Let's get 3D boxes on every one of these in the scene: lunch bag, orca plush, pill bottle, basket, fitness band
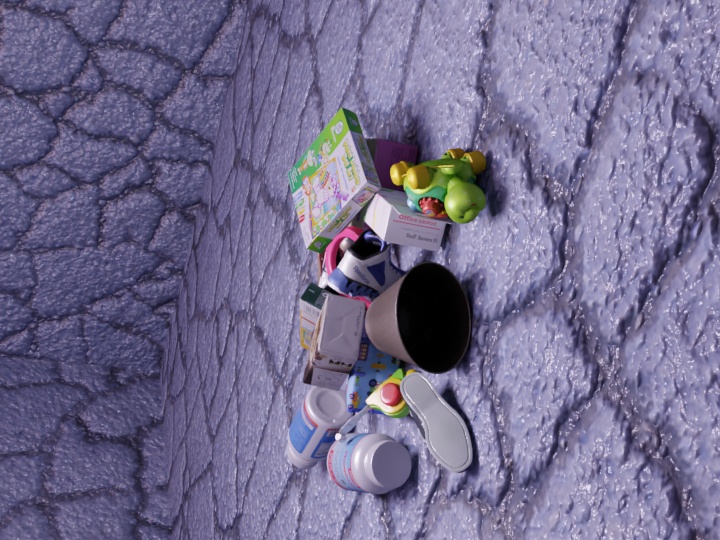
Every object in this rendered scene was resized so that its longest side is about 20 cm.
[{"bbox_3d":[0.013,0.179,1.776,0.200,0.092,0.154,-122,41,-73],"label":"lunch bag"},{"bbox_3d":[-0.052,0.018,1.932,0.105,0.069,0.205,95,-174,-89],"label":"orca plush"},{"bbox_3d":[0.017,0.361,1.657,0.199,0.106,0.112,155,120,-65],"label":"pill bottle"},{"bbox_3d":[-0.098,0.350,1.951,0.202,0.110,0.114,119,150,-42],"label":"pill bottle"},{"bbox_3d":[0.089,0.085,1.537,0.200,0.133,0.185,165,97,-71],"label":"basket"},{"bbox_3d":[0.000,0.000,1.817,0.200,0.037,0.146,46,128,32],"label":"fitness band"}]

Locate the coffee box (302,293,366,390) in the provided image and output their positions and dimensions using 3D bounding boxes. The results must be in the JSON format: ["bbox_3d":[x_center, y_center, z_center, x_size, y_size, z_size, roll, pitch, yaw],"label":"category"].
[{"bbox_3d":[-0.052,0.142,1.694,0.201,0.078,0.115,115,166,-62],"label":"coffee box"}]

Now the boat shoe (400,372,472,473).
[{"bbox_3d":[0.132,0.257,1.468,0.202,0.074,0.061,63,179,41],"label":"boat shoe"}]

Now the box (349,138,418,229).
[{"bbox_3d":[0.027,-0.176,1.823,0.199,0.095,0.180,-160,78,-67],"label":"box"}]

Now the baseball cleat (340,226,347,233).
[{"bbox_3d":[-0.036,-0.171,1.781,0.106,0.068,0.204,-149,77,-73],"label":"baseball cleat"}]

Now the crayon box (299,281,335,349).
[{"bbox_3d":[-0.065,0.121,1.869,0.052,0.124,0.202,-55,-15,-30],"label":"crayon box"}]

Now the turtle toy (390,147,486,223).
[{"bbox_3d":[0.143,-0.138,1.483,0.200,0.143,0.103,-148,45,-67],"label":"turtle toy"}]

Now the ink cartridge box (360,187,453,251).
[{"bbox_3d":[0.082,-0.092,1.614,0.200,0.115,0.069,-128,51,-66],"label":"ink cartridge box"}]

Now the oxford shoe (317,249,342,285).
[{"bbox_3d":[-0.077,-0.023,2.077,0.075,0.069,0.205,164,112,-72],"label":"oxford shoe"}]

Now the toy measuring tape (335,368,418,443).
[{"bbox_3d":[0.040,0.262,1.626,0.200,0.073,0.074,-46,30,6],"label":"toy measuring tape"}]

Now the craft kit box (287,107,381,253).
[{"bbox_3d":[-0.055,-0.173,1.702,0.197,0.048,0.203,-44,47,30],"label":"craft kit box"}]

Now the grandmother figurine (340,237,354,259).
[{"bbox_3d":[-0.035,0.003,1.979,0.121,0.059,0.205,24,109,59],"label":"grandmother figurine"}]

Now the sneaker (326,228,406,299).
[{"bbox_3d":[0.035,-0.010,1.638,0.080,0.197,0.117,41,113,37],"label":"sneaker"}]
